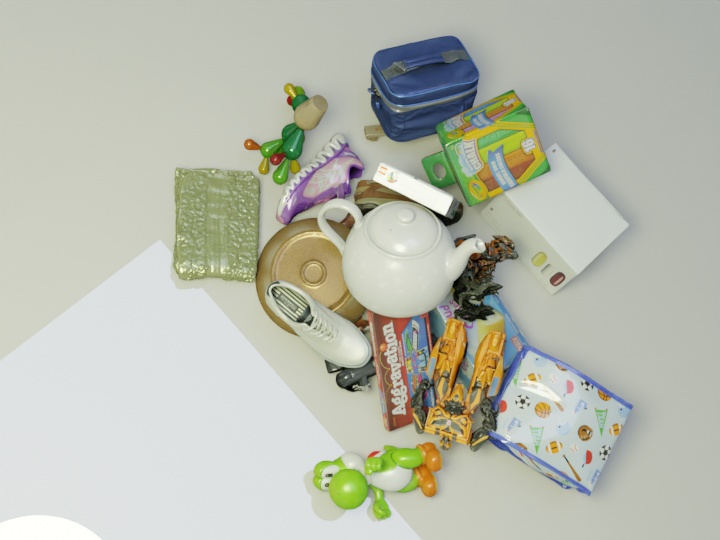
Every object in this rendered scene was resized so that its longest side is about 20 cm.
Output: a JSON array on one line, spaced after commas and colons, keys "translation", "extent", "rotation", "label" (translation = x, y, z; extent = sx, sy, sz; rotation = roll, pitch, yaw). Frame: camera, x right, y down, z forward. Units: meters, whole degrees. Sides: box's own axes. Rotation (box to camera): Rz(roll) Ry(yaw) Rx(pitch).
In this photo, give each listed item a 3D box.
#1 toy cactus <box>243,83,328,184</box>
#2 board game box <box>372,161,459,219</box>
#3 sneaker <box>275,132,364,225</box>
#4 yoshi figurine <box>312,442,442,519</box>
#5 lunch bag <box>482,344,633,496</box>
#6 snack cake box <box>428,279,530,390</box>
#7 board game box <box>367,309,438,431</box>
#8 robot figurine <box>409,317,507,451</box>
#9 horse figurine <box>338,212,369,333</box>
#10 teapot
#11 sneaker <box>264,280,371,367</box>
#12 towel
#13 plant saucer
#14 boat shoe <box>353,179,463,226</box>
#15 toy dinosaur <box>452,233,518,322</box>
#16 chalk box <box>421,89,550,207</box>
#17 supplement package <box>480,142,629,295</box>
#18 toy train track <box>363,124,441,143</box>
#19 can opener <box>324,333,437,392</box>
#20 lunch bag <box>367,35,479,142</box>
[{"translation": [-0.113, -0.248, 1.678], "extent": [0.102, 0.165, 0.202], "rotation": [32, 54, -17], "label": "toy cactus"}, {"translation": [0.094, -0.126, 1.601], "extent": [0.125, 0.200, 0.035], "rotation": [27, 95, 7], "label": "board game box"}, {"translation": [-0.064, -0.143, 1.698], "extent": [0.088, 0.081, 0.200], "rotation": [40, 63, 2], "label": "sneaker"}, {"translation": [0.028, 0.325, 1.532], "extent": [0.197, 0.112, 0.114], "rotation": [-3, 77, -14], "label": "yoshi figurine"}, {"translation": [0.309, 0.240, 1.626], "extent": [0.198, 0.124, 0.172], "rotation": [31, 77, -9], "label": "lunch bag"}, {"translation": [0.185, 0.088, 1.689], "extent": [0.114, 0.067, 0.202], "rotation": [-27, 79, -25], "label": "snack cake box"}, {"translation": [0.071, 0.148, 1.598], "extent": [0.102, 0.019, 0.203], "rotation": [-16, 107, -24], "label": "board game box"}, {"translation": [0.157, 0.184, 1.577], "extent": [0.143, 0.058, 0.203], "rotation": [15, 83, 14], "label": "robot figurine"}, {"translation": [0.000, 0.000, 1.675], "extent": [0.131, 0.050, 0.202], "rotation": [-26, 84, -15], "label": "horse figurine"}, {"translation": [0.059, -0.038, 1.540], "extent": [0.197, 0.147, 0.198], "rotation": [-19, 52, -17], "label": "teapot"}, {"translation": [-0.071, 0.087, 1.559], "extent": [0.199, 0.071, 0.074], "rotation": [33, 90, 5], "label": "sneaker"}, {"translation": [-0.237, -0.077, 1.647], "extent": [0.146, 0.037, 0.203], "rotation": [3, 68, -16], "label": "towel"}, {"translation": [-0.076, 0.008, 1.628], "extent": [0.197, 0.035, 0.204], "rotation": [0, 78, 1], "label": "plant saucer"}, {"translation": [0.083, -0.124, 1.739], "extent": [0.197, 0.076, 0.075], "rotation": [5, 65, -15], "label": "boat shoe"}, {"translation": [0.170, 0.008, 1.645], "extent": [0.198, 0.102, 0.137], "rotation": [-28, 60, 6], "label": "toy dinosaur"}, {"translation": [0.206, -0.202, 1.719], "extent": [0.198, 0.124, 0.126], "rotation": [-25, 113, 7], "label": "chalk box"}, {"translation": [0.345, -0.092, 1.782], "extent": [0.155, 0.111, 0.200], "rotation": [-38, 83, -25], "label": "supplement package"}, {"translation": [0.104, -0.254, 1.814], "extent": [0.197, 0.033, 0.116], "rotation": [-7, 53, -10], "label": "toy train track"}, {"translation": [0.041, 0.144, 1.626], "extent": [0.197, 0.063, 0.080], "rotation": [-17, 88, -22], "label": "can opener"}, {"translation": [0.105, -0.329, 1.768], "extent": [0.197, 0.133, 0.137], "rotation": [-16, 54, -16], "label": "lunch bag"}]
